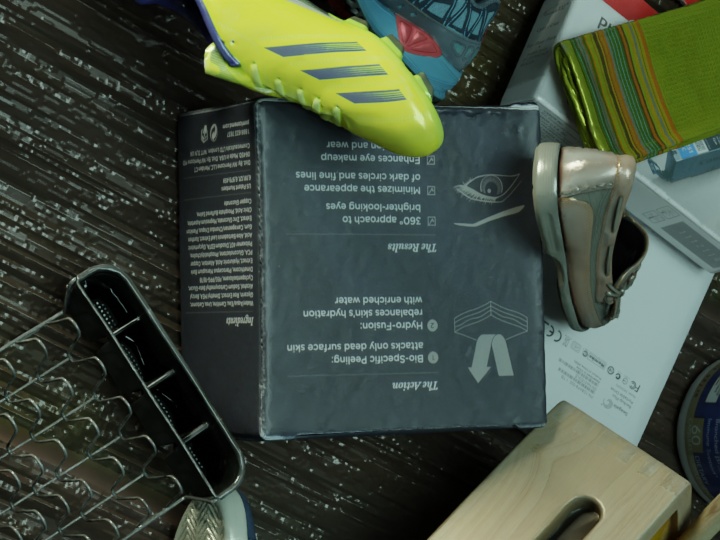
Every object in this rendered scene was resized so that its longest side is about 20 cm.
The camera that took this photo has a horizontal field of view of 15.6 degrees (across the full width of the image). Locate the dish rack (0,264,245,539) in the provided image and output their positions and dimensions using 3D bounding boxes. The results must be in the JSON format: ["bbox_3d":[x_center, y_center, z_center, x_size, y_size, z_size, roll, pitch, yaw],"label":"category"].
[{"bbox_3d":[-0.184,0.109,1.499,0.200,0.055,0.153,-34,91,-25],"label":"dish rack"}]

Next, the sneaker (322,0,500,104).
[{"bbox_3d":[0.016,-0.190,1.555,0.096,0.079,0.200,-48,139,-5],"label":"sneaker"}]

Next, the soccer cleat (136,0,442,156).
[{"bbox_3d":[-0.042,-0.120,1.480,0.200,0.065,0.084,40,65,13],"label":"soccer cleat"}]

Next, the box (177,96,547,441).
[{"bbox_3d":[0.000,0.000,1.588,0.197,0.117,0.200,0,88,-30],"label":"box"}]

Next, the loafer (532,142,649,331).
[{"bbox_3d":[0.149,-0.016,1.612,0.200,0.063,0.072,62,28,-62],"label":"loafer"}]

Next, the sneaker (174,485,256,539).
[{"bbox_3d":[-0.059,0.222,1.579,0.084,0.075,0.200,-9,102,-30],"label":"sneaker"}]

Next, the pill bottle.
[{"bbox_3d":[0.307,0.110,1.717,0.111,0.200,0.111,1,88,-30],"label":"pill bottle"}]

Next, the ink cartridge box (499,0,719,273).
[{"bbox_3d":[0.201,-0.124,1.731,0.200,0.045,0.176,35,61,-24],"label":"ink cartridge box"}]

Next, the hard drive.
[{"bbox_3d":[0.159,0.022,1.733,0.132,0.027,0.200,33,74,-25],"label":"hard drive"}]

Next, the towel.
[{"bbox_3d":[0.210,-0.127,1.690,0.200,0.018,0.086,-20,91,-37],"label":"towel"}]

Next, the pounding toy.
[{"bbox_3d":[0.145,0.185,1.607,0.200,0.142,0.184,-44,151,-23],"label":"pounding toy"}]
